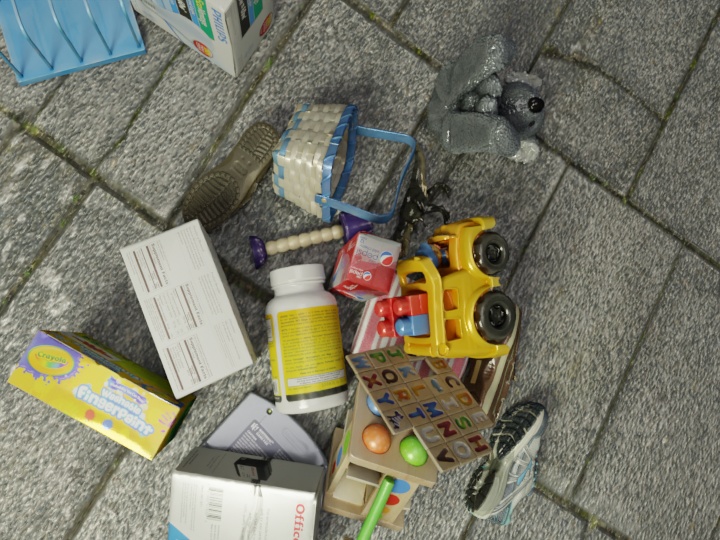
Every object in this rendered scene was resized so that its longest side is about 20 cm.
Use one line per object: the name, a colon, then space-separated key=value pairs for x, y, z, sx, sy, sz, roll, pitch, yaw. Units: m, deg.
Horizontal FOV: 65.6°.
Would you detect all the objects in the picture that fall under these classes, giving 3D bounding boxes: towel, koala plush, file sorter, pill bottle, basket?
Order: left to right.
file sorter: x=-0.445 y=-0.391 z=0.824 sx=0.195 sy=0.123 sz=0.143 roll=-19 pitch=86 yaw=-11
pill bottle: x=-0.082 y=0.099 z=0.830 sx=0.109 sy=0.112 sz=0.207 roll=-6 pitch=84 yaw=-11
basket: x=-0.024 y=-0.164 z=0.849 sx=0.194 sy=0.141 sz=0.179 roll=14 pitch=52 yaw=12
towel: x=0.090 y=0.099 z=0.895 sx=0.195 sy=0.030 sz=0.150 roll=24 pitch=81 yaw=-13
koala plush: x=0.230 y=-0.268 z=0.928 sx=0.195 sy=0.182 sz=0.184 roll=-5 pitch=92 yaw=-31

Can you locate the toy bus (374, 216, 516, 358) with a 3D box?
toy bus: x=0.109 y=0.029 z=0.807 sx=0.186 sy=0.135 sz=0.207 roll=-2 pitch=87 yaw=-23

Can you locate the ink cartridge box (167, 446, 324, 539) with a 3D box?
ink cartridge box: x=-0.154 y=0.340 z=0.765 sx=0.193 sy=0.084 sz=0.150 roll=7 pitch=97 yaw=4

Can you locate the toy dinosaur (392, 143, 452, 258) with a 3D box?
toy dinosaur: x=0.107 y=-0.119 z=0.928 sx=0.085 sy=0.048 sz=0.207 roll=12 pitch=78 yaw=-2

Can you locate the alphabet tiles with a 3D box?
alphabet tiles: x=0.090 y=0.179 z=0.774 sx=0.163 sy=0.008 sz=0.201 roll=-4 pitch=43 yaw=-37

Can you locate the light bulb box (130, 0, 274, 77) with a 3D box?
light bulb box: x=-0.241 y=-0.429 z=0.826 sx=0.197 sy=0.198 sz=0.127 roll=32 pitch=80 yaw=-3

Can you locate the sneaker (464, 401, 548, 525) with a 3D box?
sneaker: x=0.245 y=0.307 z=0.892 sx=0.085 sy=0.077 sz=0.203 roll=34 pitch=85 yaw=-16

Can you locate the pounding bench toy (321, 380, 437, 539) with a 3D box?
pounding bench toy: x=0.027 y=0.279 z=0.758 sx=0.121 sy=0.158 sz=0.203 roll=18 pitch=40 yaw=-7

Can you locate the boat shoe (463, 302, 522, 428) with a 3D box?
boat shoe: x=0.220 y=0.155 z=0.908 sx=0.074 sy=0.074 sz=0.207 roll=32 pitch=76 yaw=-28

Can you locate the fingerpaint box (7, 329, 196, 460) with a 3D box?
fingerpaint box: x=-0.332 y=0.162 z=0.751 sx=0.196 sy=0.167 sz=0.075 roll=31 pitch=79 yaw=-5

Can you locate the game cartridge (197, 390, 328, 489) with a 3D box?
game cartridge: x=-0.130 y=0.288 z=0.838 sx=0.133 sy=0.041 sz=0.201 roll=-43 pitch=92 yaw=-9

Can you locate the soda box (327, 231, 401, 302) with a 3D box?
soda box: x=0.000 y=0.000 z=0.812 sx=0.062 sy=0.200 sz=0.072 roll=17 pitch=81 yaw=-8

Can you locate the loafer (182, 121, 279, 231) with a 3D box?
loafer: x=-0.193 y=-0.138 z=0.867 sx=0.200 sy=0.067 sz=0.076 roll=-44 pitch=88 yaw=3

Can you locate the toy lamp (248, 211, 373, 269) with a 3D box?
toy lamp: x=-0.075 y=-0.053 z=0.880 sx=0.194 sy=0.058 sz=0.060 roll=-14 pitch=85 yaw=-13

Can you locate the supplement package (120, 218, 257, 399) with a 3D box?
supplement package: x=-0.232 y=0.056 z=0.787 sx=0.108 sy=0.156 sz=0.205 roll=-21 pitch=87 yaw=-11
